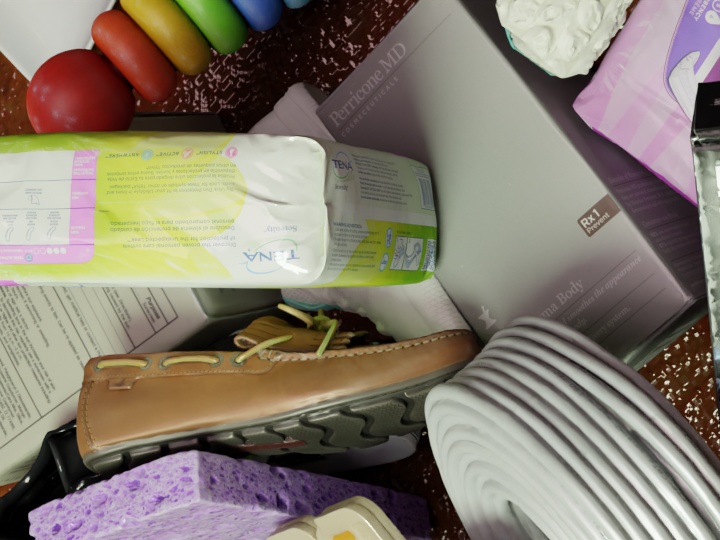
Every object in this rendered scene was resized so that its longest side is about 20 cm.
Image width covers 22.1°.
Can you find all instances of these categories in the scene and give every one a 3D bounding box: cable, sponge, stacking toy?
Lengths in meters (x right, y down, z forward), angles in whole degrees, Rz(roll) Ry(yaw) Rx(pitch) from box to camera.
[{"bbox_3d":[0.104,0.118,0.797,0.200,0.069,0.200,45,160,38],"label":"cable"},{"bbox_3d":[-0.061,0.132,0.943,0.112,0.200,0.030,-24,64,29],"label":"sponge"},{"bbox_3d":[-0.087,-0.134,0.929,0.200,0.085,0.085,-41,74,-2],"label":"stacking toy"}]

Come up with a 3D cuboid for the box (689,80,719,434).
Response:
[{"bbox_3d":[0.229,0.017,0.770,0.164,0.086,0.200,-4,109,13],"label":"box"}]

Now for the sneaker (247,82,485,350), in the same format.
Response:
[{"bbox_3d":[0.000,0.000,0.957,0.088,0.075,0.200,-43,64,13],"label":"sneaker"}]

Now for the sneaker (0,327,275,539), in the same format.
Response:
[{"bbox_3d":[-0.120,0.101,0.961,0.200,0.083,0.072,-41,60,23],"label":"sneaker"}]

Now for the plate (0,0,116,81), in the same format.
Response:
[{"bbox_3d":[-0.185,-0.235,1.066,0.200,0.032,0.200,44,115,18],"label":"plate"}]

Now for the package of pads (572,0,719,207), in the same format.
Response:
[{"bbox_3d":[0.199,-0.120,0.827,0.120,0.076,0.200,40,114,19],"label":"package of pads"}]

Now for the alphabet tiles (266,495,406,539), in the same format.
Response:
[{"bbox_3d":[0.039,0.191,0.867,0.200,0.015,0.196,51,146,-5],"label":"alphabet tiles"}]

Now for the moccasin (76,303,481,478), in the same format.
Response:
[{"bbox_3d":[-0.040,0.051,0.892,0.201,0.074,0.078,-12,67,19],"label":"moccasin"}]

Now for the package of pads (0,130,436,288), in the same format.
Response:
[{"bbox_3d":[-0.081,-0.026,0.845,0.200,0.154,0.068,0,90,20],"label":"package of pads"}]

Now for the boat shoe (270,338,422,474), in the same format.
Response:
[{"bbox_3d":[-0.045,0.080,1.011,0.200,0.069,0.057,-12,56,37],"label":"boat shoe"}]

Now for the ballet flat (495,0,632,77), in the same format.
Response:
[{"bbox_3d":[0.111,-0.188,0.830,0.072,0.072,0.200,11,74,29],"label":"ballet flat"}]

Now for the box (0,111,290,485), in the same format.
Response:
[{"bbox_3d":[-0.148,0.016,1.030,0.200,0.109,0.128,-35,78,29],"label":"box"}]

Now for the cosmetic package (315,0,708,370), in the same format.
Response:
[{"bbox_3d":[0.083,-0.039,0.901,0.200,0.090,0.107,51,121,12],"label":"cosmetic package"}]
